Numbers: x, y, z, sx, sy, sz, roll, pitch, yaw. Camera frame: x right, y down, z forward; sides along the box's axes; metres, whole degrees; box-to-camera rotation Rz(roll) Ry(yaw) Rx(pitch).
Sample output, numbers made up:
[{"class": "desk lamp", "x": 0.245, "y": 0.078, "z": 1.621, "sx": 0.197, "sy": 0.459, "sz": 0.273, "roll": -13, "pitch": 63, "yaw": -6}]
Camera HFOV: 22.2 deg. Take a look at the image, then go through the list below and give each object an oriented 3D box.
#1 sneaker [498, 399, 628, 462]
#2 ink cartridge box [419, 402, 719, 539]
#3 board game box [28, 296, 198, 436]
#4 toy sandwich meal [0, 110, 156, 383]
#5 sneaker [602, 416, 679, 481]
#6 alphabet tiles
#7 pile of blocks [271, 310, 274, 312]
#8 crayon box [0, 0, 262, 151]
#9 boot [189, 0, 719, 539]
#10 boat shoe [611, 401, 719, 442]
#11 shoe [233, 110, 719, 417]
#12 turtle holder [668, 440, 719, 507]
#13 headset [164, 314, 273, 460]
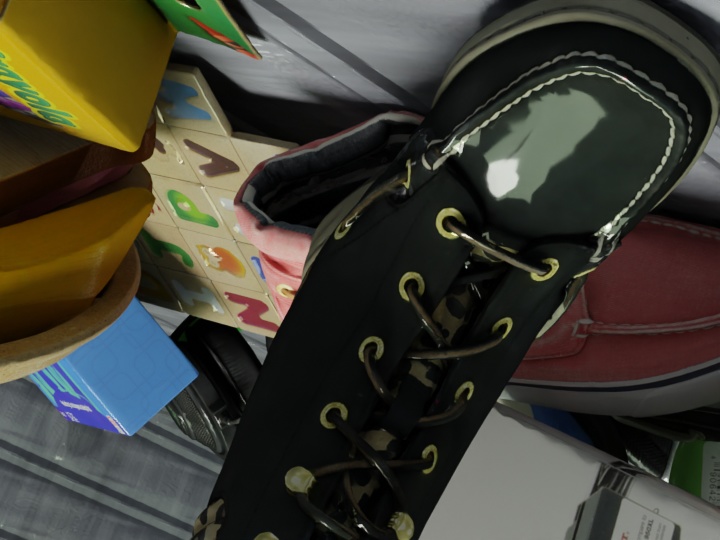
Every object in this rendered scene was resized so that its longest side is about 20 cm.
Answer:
[{"class": "sneaker", "x": 0.091, "y": 0.123, "z": 0.782, "sx": 0.201, "sy": 0.077, "sz": 0.111, "roll": 59, "pitch": -159, "yaw": 17}, {"class": "ink cartridge box", "x": 0.111, "y": 0.122, "z": 0.608, "sx": 0.199, "sy": 0.085, "sz": 0.144, "roll": 25, "pitch": 177, "yaw": 38}, {"class": "board game box", "x": -0.168, "y": -0.017, "z": 0.831, "sx": 0.200, "sy": 0.045, "sz": 0.152, "roll": 52, "pitch": 164, "yaw": -10}, {"class": "toy sandwich meal", "x": -0.160, "y": -0.029, "z": 0.646, "sx": 0.203, "sy": 0.071, "sz": 0.206, "roll": 10, "pitch": -155, "yaw": -5}, {"class": "sneaker", "x": 0.173, "y": 0.077, "z": 0.886, "sx": 0.199, "sy": 0.075, "sz": 0.087, "roll": 22, "pitch": 175, "yaw": -24}, {"class": "alphabet tiles", "x": -0.083, "y": -0.030, "z": 0.766, "sx": 0.199, "sy": 0.006, "sz": 0.167, "roll": 14, "pitch": 146, "yaw": 37}, {"class": "pile of blocks", "x": 0.000, "y": 0.000, "z": 0.812, "sx": 0.199, "sy": 0.063, "sz": 0.082, "roll": 16, "pitch": 171, "yaw": 21}, {"class": "crayon box", "x": -0.142, "y": -0.094, "z": 0.585, "sx": 0.198, "sy": 0.051, "sz": 0.127, "roll": 16, "pitch": 170, "yaw": 16}, {"class": "boot", "x": 0.019, "y": 0.027, "z": 0.510, "sx": 0.073, "sy": 0.155, "sz": 0.203, "roll": 30, "pitch": 148, "yaw": -12}, {"class": "boat shoe", "x": 0.113, "y": 0.033, "z": 0.704, "sx": 0.199, "sy": 0.071, "sz": 0.064, "roll": 13, "pitch": 150, "yaw": 26}, {"class": "shoe", "x": 0.055, "y": -0.003, "z": 0.645, "sx": 0.198, "sy": 0.072, "sz": 0.091, "roll": -1, "pitch": 142, "yaw": 20}, {"class": "turtle holder", "x": 0.221, "y": 0.096, "z": 0.755, "sx": 0.185, "sy": 0.142, "sz": 0.132, "roll": -29, "pitch": 157, "yaw": 10}, {"class": "headset", "x": -0.036, "y": 0.056, "z": 0.871, "sx": 0.200, "sy": 0.123, "sz": 0.094, "roll": -84, "pitch": -31, "yaw": -66}]
